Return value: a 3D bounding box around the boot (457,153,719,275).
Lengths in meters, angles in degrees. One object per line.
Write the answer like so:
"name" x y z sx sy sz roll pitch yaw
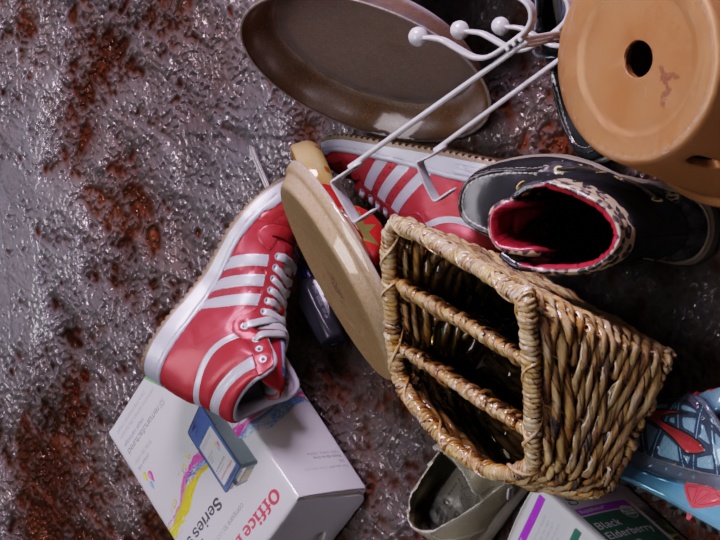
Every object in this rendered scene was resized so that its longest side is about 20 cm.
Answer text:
"boot" 0.132 -0.038 1.627 0.200 0.150 0.073 14 101 30

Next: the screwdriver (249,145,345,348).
"screwdriver" -0.061 -0.021 1.941 0.029 0.028 0.200 -34 63 10

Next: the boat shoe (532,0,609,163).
"boat shoe" 0.152 -0.177 1.683 0.074 0.066 0.200 5 95 45

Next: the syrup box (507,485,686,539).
"syrup box" 0.197 0.231 1.647 0.200 0.079 0.082 43 122 36

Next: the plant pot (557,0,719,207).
"plant pot" 0.226 -0.140 1.557 0.200 0.140 0.201 2 92 46

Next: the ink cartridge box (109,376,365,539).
"ink cartridge box" -0.104 0.157 1.949 0.200 0.087 0.145 54 126 27

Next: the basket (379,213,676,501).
"basket" 0.088 0.067 1.620 0.200 0.149 0.143 33 100 54

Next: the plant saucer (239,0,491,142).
"plant saucer" 0.007 -0.162 1.766 0.200 0.200 0.032 -4 56 46

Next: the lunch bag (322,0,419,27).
"lunch bag" 0.031 -0.282 1.754 0.200 0.139 0.168 -22 79 43

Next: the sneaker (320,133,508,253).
"sneaker" 0.040 -0.042 1.802 0.200 0.071 0.113 13 98 43

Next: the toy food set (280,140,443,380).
"toy food set" 0.000 0.000 1.786 0.198 0.049 0.200 64 171 -18

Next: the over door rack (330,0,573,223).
"over door rack" 0.068 -0.127 1.613 0.067 0.148 0.200 49 116 13

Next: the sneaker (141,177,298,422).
"sneaker" -0.074 0.028 1.871 0.112 0.071 0.200 32 84 26

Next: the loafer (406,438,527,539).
"loafer" 0.098 0.135 1.752 0.076 0.068 0.200 46 123 34

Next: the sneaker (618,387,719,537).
"sneaker" 0.233 0.118 1.623 0.200 0.079 0.096 27 96 35
